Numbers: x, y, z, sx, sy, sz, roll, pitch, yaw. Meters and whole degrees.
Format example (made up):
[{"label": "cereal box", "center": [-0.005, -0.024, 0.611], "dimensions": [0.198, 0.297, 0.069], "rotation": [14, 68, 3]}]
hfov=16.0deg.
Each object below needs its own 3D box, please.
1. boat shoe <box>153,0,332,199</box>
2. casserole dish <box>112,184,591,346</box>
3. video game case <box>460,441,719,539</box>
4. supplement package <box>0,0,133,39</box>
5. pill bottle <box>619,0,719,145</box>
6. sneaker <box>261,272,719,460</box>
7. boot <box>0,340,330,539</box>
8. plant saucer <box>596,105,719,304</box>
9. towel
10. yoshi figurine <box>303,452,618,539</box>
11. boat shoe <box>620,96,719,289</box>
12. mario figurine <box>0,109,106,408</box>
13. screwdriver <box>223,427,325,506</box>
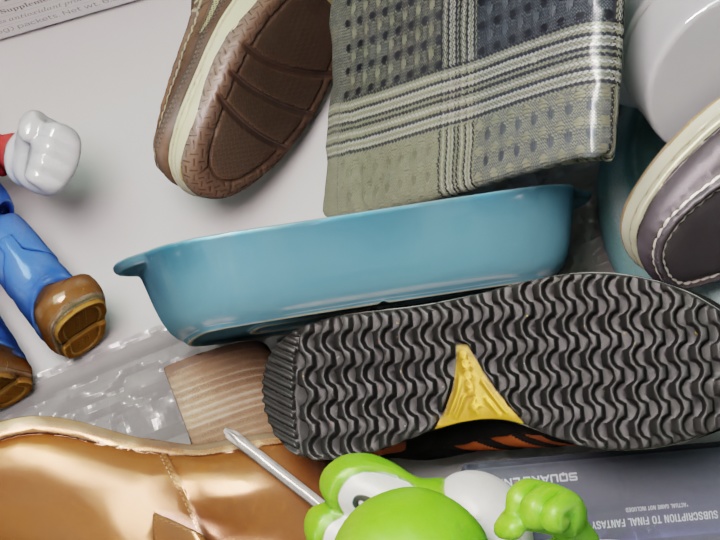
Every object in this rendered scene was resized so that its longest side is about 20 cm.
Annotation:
[{"label": "boat shoe", "center": [-0.047, -0.123, 1.164], "dimensions": [0.075, 0.075, 0.202], "rotation": [14, 64, 35]}, {"label": "casserole dish", "center": [0.000, 0.000, 1.054], "dimensions": [0.200, 0.121, 0.039], "rotation": [-9, 85, -10]}, {"label": "video game case", "center": [0.122, 0.164, 0.993], "dimensions": [0.143, 0.019, 0.200], "rotation": [-5, 64, -6]}, {"label": "supplement package", "center": [-0.166, -0.210, 1.155], "dimensions": [0.121, 0.200, 0.120], "rotation": [-15, 64, 9]}, {"label": "pill bottle", "center": [0.118, -0.137, 1.066], "dimensions": [0.111, 0.111, 0.200], "rotation": [-28, 44, 2]}, {"label": "sneaker", "center": [0.065, 0.040, 1.035], "dimensions": [0.200, 0.090, 0.070], "rotation": [-5, 87, 15]}, {"label": "boot", "center": [-0.099, 0.131, 1.060], "dimensions": [0.200, 0.074, 0.155], "rotation": [-24, 67, 7]}, {"label": "plant saucer", "center": [0.189, -0.054, 1.063], "dimensions": [0.200, 0.027, 0.200], "rotation": [-13, 54, 19]}, {"label": "towel", "center": [0.048, -0.122, 1.050], "dimensions": [0.200, 0.034, 0.193], "rotation": [-11, 75, 57]}, {"label": "yoshi figurine", "center": [0.069, 0.128, 0.936], "dimensions": [0.200, 0.112, 0.113], "rotation": [20, 67, 7]}, {"label": "boat shoe", "center": [0.197, -0.048, 0.992], "dimensions": [0.200, 0.072, 0.065], "rotation": [-28, 45, 0]}, {"label": "mario figurine", "center": [-0.202, -0.038, 1.138], "dimensions": [0.123, 0.106, 0.200], "rotation": [-24, 66, -35]}, {"label": "screwdriver", "center": [0.024, 0.123, 1.021], "dimensions": [0.200, 0.029, 0.028], "rotation": [40, 68, 5]}]
